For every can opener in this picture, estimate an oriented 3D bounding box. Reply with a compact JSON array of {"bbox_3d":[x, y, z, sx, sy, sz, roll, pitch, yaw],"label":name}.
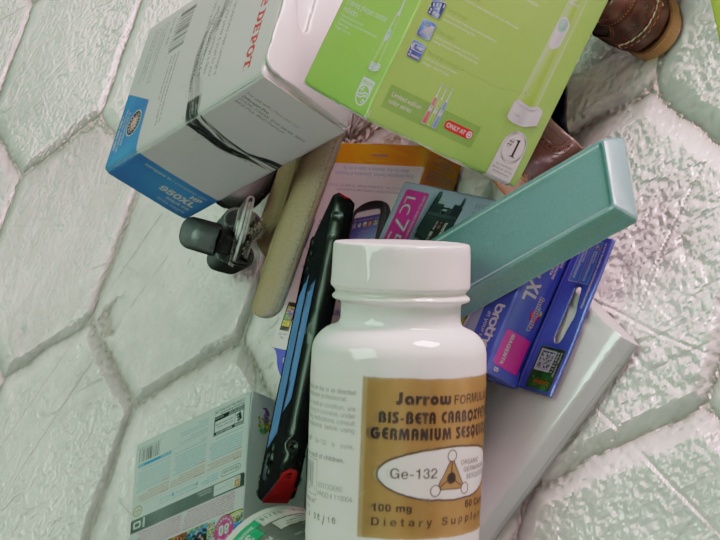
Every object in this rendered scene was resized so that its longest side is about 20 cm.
[{"bbox_3d":[-0.111,-0.030,1.421,0.200,0.066,0.053,142,143,-84],"label":"can opener"}]

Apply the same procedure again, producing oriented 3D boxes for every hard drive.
[{"bbox_3d":[0.093,0.094,1.196,0.200,0.026,0.132,-56,37,12],"label":"hard drive"}]

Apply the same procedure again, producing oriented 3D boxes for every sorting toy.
[{"bbox_3d":[-0.042,-0.071,1.379,0.200,0.036,0.186,-102,30,-73],"label":"sorting toy"}]

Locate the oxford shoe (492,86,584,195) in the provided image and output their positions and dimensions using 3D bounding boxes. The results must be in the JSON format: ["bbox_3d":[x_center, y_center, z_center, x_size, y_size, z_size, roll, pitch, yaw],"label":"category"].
[{"bbox_3d":[0.115,-0.143,1.281,0.073,0.071,0.201,-31,55,24],"label":"oxford shoe"}]

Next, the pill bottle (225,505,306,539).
[{"bbox_3d":[-0.008,0.237,1.163,0.200,0.113,0.113,17,83,53],"label":"pill bottle"}]

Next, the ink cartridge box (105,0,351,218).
[{"bbox_3d":[-0.087,-0.144,1.294,0.200,0.084,0.145,-24,43,45],"label":"ink cartridge box"}]

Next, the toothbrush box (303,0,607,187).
[{"bbox_3d":[0.077,-0.178,1.165,0.086,0.145,0.201,37,103,50],"label":"toothbrush box"}]

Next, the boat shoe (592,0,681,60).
[{"bbox_3d":[0.158,-0.222,1.263,0.071,0.070,0.200,-58,35,14],"label":"boat shoe"}]

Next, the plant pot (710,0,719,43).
[{"bbox_3d":[0.322,-0.104,0.900,0.200,0.181,0.200,-33,47,34],"label":"plant pot"}]

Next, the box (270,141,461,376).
[{"bbox_3d":[0.000,0.000,1.355,0.119,0.041,0.201,8,79,52],"label":"box"}]

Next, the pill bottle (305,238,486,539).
[{"bbox_3d":[0.024,0.082,1.121,0.114,0.114,0.201,6,95,52],"label":"pill bottle"}]

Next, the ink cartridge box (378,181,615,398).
[{"bbox_3d":[0.078,0.009,1.208,0.200,0.042,0.120,17,80,50],"label":"ink cartridge box"}]

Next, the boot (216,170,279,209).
[{"bbox_3d":[-0.089,-0.160,1.456,0.070,0.132,0.201,14,72,11],"label":"boot"}]

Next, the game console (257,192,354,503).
[{"bbox_3d":[-0.040,0.060,1.236,0.177,0.031,0.201,104,176,-75],"label":"game console"}]

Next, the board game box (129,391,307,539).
[{"bbox_3d":[-0.114,0.213,1.349,0.147,0.064,0.201,-27,49,41],"label":"board game box"}]

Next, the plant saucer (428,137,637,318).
[{"bbox_3d":[0.096,-0.019,1.159,0.200,0.019,0.070,-32,46,34],"label":"plant saucer"}]
